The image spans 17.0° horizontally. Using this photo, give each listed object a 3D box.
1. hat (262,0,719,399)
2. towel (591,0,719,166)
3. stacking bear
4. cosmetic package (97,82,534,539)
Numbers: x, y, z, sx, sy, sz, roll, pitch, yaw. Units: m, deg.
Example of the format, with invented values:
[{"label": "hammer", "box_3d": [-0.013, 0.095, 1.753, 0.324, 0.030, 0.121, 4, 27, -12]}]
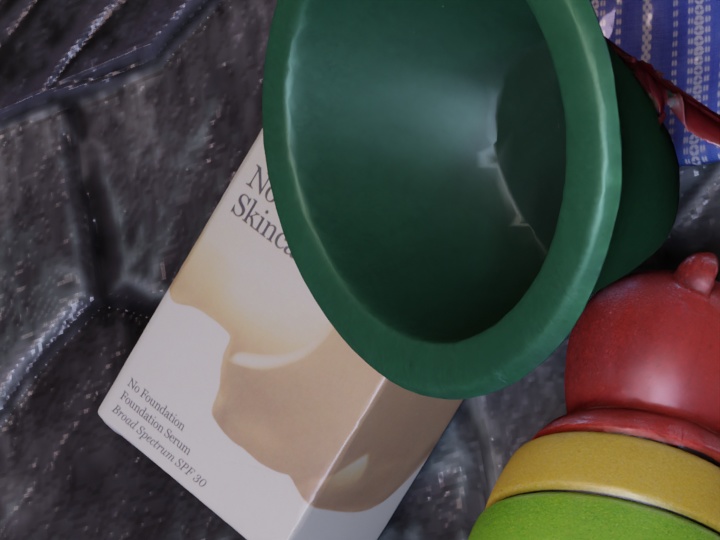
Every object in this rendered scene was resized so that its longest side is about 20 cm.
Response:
[{"label": "hat", "box_3d": [0.089, -0.042, 0.818, 0.166, 0.175, 0.201, -49, 58, 41]}, {"label": "towel", "box_3d": [0.057, -0.106, 0.934, 0.199, 0.024, 0.146, -4, 76, 29]}, {"label": "stacking bear", "box_3d": [0.093, 0.093, 0.804, 0.113, 0.122, 0.201, 16, 63, 2]}, {"label": "cosmetic package", "box_3d": [0.000, 0.000, 0.898, 0.105, 0.071, 0.201, 34, 100, 27]}]
